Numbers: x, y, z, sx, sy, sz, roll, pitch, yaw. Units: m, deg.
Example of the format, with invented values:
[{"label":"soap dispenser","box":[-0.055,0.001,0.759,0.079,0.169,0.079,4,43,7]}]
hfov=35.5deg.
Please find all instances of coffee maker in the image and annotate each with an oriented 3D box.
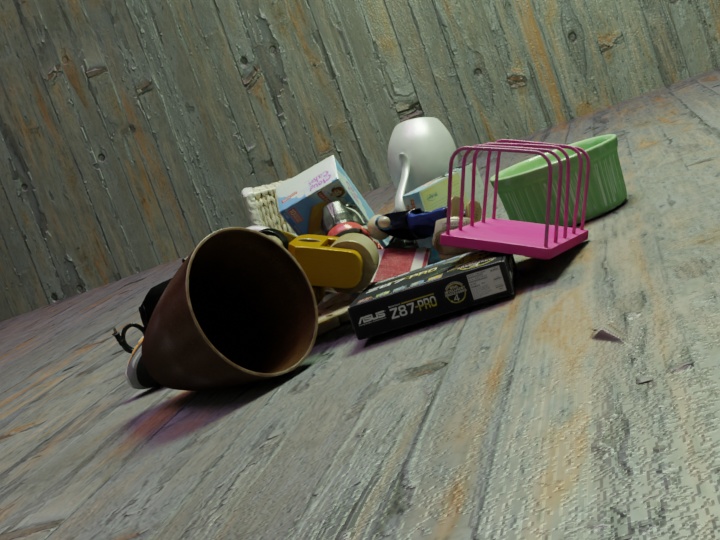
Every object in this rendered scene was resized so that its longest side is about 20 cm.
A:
[{"label":"coffee maker","box":[-0.271,0.078,1.770,0.192,0.135,0.200,-47,14,-15]}]

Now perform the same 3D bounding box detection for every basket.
[{"label":"basket","box":[-0.125,-0.074,2.127,0.159,0.202,0.198,-15,7,-5]}]

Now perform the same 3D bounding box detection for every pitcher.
[{"label":"pitcher","box":[0.100,-0.156,1.905,0.120,0.202,0.171,-15,-12,29]}]

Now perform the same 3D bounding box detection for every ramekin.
[{"label":"ramekin","box":[0.304,-0.126,1.699,0.198,0.099,0.200,-20,7,3]}]

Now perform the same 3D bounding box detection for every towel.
[{"label":"towel","box":[0.000,0.000,1.639,0.198,0.023,0.144,-1,22,10]}]

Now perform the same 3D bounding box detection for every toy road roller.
[{"label":"toy road roller","box":[-0.077,0.025,1.499,0.198,0.148,0.123,3,10,6]}]

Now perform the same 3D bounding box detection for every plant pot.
[{"label":"plant pot","box":[-0.184,0.073,1.397,0.186,0.188,0.200,-28,-3,-46]}]

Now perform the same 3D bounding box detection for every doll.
[{"label":"doll","box":[0.087,-0.070,1.687,0.136,0.049,0.199,9,-12,-44]}]

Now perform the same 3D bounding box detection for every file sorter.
[{"label":"file sorter","box":[0.202,-0.097,1.414,0.138,0.127,0.200,8,12,23]}]

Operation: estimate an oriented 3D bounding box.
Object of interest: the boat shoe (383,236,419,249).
[{"label":"boat shoe","box":[0.074,-0.035,1.825,0.068,0.057,0.200,-19,8,9]}]

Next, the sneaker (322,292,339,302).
[{"label":"sneaker","box":[-0.058,0.002,1.809,0.070,0.083,0.200,-26,8,-11]}]

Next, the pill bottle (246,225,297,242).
[{"label":"pill bottle","box":[-0.139,-0.010,1.897,0.111,0.114,0.200,-18,-10,17]}]

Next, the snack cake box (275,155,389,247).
[{"label":"snack cake box","box":[-0.042,-0.081,1.870,0.114,0.200,0.068,-27,42,13]}]

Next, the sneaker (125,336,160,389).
[{"label":"sneaker","box":[-0.239,0.109,1.590,0.199,0.079,0.077,-30,30,-14]}]

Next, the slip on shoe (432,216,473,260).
[{"label":"slip on shoe","box":[0.141,-0.029,1.605,0.075,0.061,0.200,-4,-8,4]}]

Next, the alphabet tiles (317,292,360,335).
[{"label":"alphabet tiles","box":[-0.066,0.070,1.618,0.194,0.015,0.200,-27,9,-23]}]

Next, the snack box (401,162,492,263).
[{"label":"snack box","box":[0.148,-0.096,1.831,0.037,0.117,0.200,-14,9,37]}]

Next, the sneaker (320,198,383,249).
[{"label":"sneaker","box":[-0.013,-0.053,1.809,0.070,0.099,0.200,-27,-25,7]}]

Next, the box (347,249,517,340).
[{"label":"box","box":[0.094,0.023,1.395,0.198,0.050,0.161,-18,5,13]}]
